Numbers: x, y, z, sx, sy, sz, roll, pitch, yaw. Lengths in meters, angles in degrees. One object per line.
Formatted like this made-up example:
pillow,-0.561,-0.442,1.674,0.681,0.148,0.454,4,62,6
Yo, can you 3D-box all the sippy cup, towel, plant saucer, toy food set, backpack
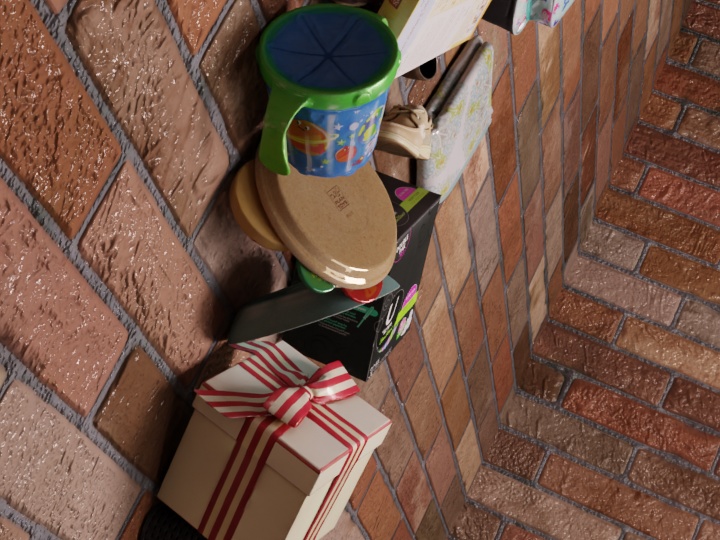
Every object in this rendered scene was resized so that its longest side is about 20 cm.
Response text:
sippy cup,-0.032,-0.166,1.429,0.176,0.140,0.131,-17,141,-16
towel,0.131,-0.209,2.078,0.201,0.048,0.172,-59,159,-29
plant saucer,-0.056,0.032,1.600,0.200,0.198,0.036,-25,98,-67
toy food set,-0.037,-0.062,1.516,0.049,0.198,0.201,-34,-160,36
backpack,0.230,-0.429,1.945,0.201,0.149,0.179,-59,161,-44

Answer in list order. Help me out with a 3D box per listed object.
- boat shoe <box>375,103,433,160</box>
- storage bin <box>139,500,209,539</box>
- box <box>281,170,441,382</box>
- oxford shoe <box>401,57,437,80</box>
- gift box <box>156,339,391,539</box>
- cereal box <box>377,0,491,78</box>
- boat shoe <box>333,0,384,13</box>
boat shoe,0.051,-0.175,1.822,0.200,0.071,0.066,-3,105,-75
storage bin,-0.191,0.348,1.669,0.135,0.093,0.202,-36,144,-61
box,0.000,0.000,1.776,0.149,0.123,0.202,-46,153,-55
oxford shoe,0.065,-0.293,1.681,0.073,0.084,0.201,-58,160,-24
gift box,-0.104,0.187,1.585,0.188,0.199,0.184,-63,167,26
cereal box,0.080,-0.278,1.552,0.200,0.040,0.144,-33,162,-46
boat shoe,-0.002,-0.296,1.485,0.072,0.072,0.200,-62,170,-17
